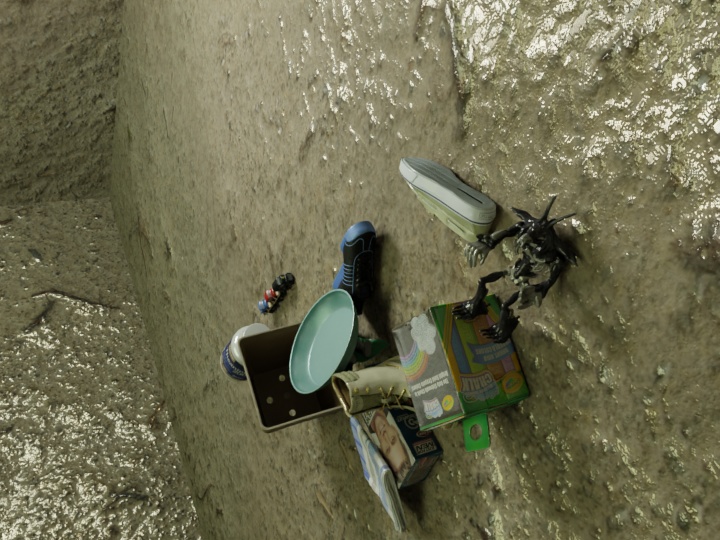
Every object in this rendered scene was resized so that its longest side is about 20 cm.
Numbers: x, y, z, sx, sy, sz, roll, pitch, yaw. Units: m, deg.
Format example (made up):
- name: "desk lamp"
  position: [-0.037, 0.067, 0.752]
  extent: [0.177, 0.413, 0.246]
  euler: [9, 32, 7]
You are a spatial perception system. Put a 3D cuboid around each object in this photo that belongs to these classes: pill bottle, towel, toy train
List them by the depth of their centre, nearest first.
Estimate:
- name: "towel"
  position: [0.030, 0.377, 1.332]
  extent: [0.200, 0.024, 0.148]
  euler: [-136, 28, -63]
- name: "toy train"
  position: [-0.211, 0.061, 1.736]
  extent: [0.200, 0.045, 0.034]
  euler: [-51, 54, 54]
- name: "pill bottle"
  position: [-0.292, 0.210, 1.858]
  extent: [0.200, 0.110, 0.112]
  euler: [-46, 58, 56]

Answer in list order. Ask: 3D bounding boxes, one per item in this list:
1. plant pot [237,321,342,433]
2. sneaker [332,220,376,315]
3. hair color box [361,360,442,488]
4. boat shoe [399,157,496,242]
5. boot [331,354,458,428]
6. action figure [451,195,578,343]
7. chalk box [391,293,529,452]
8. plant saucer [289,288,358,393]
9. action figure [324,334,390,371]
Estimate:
- name: "plant pot"
  position: [-0.149, 0.246, 1.540]
  extent: [0.177, 0.198, 0.202]
  euler: [112, 140, -61]
- name: "sneaker"
  position: [0.000, 0.000, 1.315]
  extent: [0.078, 0.069, 0.201]
  euler: [58, 151, 32]
- name: "hair color box"
  position: [0.061, 0.272, 1.277]
  extent: [0.201, 0.060, 0.101]
  euler: [59, 145, 34]
- name: "boat shoe"
  position: [0.119, -0.107, 1.056]
  extent: [0.200, 0.071, 0.063]
  euler: [45, 133, 44]
- name: "boot"
  position: [0.055, 0.210, 1.172]
  extent: [0.200, 0.153, 0.073]
  euler: [36, 128, 53]
- name: "action figure"
  position: [0.195, 0.002, 0.906]
  extent: [0.119, 0.102, 0.201]
  euler: [42, 128, 25]
- name: "chalk box"
  position: [0.148, 0.154, 1.022]
  extent: [0.124, 0.123, 0.202]
  euler: [-38, 65, 57]
- name: "plant saucer"
  position: [-0.060, 0.133, 1.304]
  extent: [0.200, 0.036, 0.202]
  euler: [-40, 36, 36]
- name: "action figure"
  position: [-0.032, 0.137, 1.384]
  extent: [0.200, 0.117, 0.055]
  euler: [23, 132, 69]
